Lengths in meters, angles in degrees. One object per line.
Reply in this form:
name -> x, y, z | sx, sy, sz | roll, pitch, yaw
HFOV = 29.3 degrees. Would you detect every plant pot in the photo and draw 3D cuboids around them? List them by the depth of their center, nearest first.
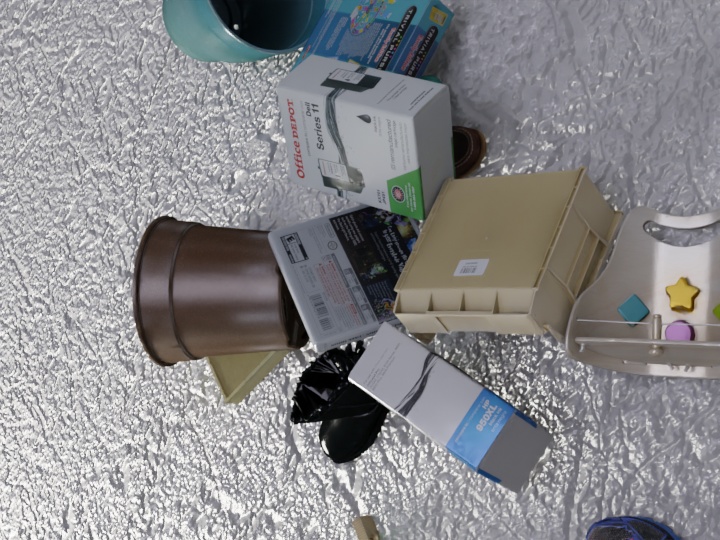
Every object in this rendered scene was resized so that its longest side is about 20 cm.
plant pot -> -0.169, 0.029, 1.812 | 0.196, 0.200, 0.203 | 1, 84, 17
plant pot -> -0.174, -0.372, 1.897 | 0.187, 0.198, 0.202 | -14, 75, 55

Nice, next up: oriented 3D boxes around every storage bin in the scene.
storage bin -> 0.162, -0.009, 1.544 | 0.199, 0.094, 0.200 | -1, 52, 41

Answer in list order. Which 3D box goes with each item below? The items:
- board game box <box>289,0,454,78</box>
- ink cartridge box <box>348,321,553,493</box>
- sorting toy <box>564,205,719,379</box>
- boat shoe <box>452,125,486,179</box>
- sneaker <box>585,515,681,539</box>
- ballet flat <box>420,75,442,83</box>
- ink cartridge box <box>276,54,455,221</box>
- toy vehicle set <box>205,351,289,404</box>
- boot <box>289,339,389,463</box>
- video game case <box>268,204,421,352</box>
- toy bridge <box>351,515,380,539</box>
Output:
board game box -> 0.010, -0.284, 1.758 | 0.199, 0.047, 0.152 | 23, 83, 50
ink cartridge box -> 0.103, 0.156, 1.575 | 0.199, 0.144, 0.085 | 33, 88, 31
sorting toy -> 0.333, 0.017, 1.450 | 0.198, 0.107, 0.182 | 1, 75, 33
boat shoe -> 0.062, -0.137, 1.726 | 0.199, 0.070, 0.071 | -15, 74, 38
sneaker -> 0.315, 0.315, 1.436 | 0.199, 0.078, 0.076 | 25, 100, 40
ballet flat -> 0.033, -0.201, 1.772 | 0.199, 0.067, 0.071 | -16, 50, 39
ink cartridge box -> 0.007, -0.160, 1.643 | 0.199, 0.083, 0.148 | 17, 133, 31
toy vehicle set -> -0.182, 0.070, 1.943 | 0.124, 0.026, 0.201 | -44, 58, 28
boot -> -0.026, 0.167, 1.699 | 0.073, 0.162, 0.199 | 50, 117, 24
video game case -> 0.000, 0.000, 1.686 | 0.023, 0.180, 0.201 | 84, 165, -46
toy bridge -> -0.043, 0.388, 1.779 | 0.200, 0.027, 0.068 | -39, 63, 31
